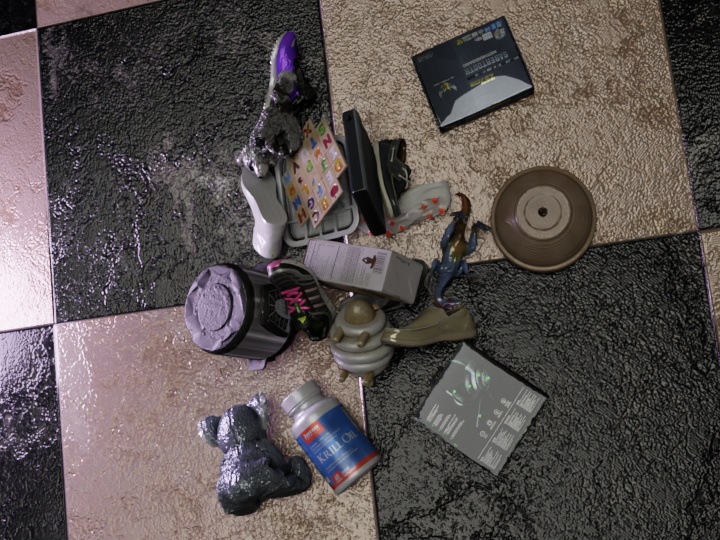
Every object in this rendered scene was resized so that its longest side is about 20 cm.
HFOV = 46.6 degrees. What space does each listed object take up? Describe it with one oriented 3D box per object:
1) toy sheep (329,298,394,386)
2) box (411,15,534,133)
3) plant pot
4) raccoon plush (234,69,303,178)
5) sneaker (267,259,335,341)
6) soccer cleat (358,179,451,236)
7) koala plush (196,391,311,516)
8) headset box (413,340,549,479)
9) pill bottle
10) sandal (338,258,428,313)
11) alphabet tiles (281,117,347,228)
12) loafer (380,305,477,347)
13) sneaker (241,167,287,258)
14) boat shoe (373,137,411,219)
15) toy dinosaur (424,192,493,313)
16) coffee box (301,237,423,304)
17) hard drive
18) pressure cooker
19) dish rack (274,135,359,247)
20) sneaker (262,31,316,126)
[{"bbox_3d":[0.003,0.140,1.574,0.137,0.138,0.202,6,124,13],"label":"toy sheep"},{"bbox_3d":[0.218,-0.380,1.629,0.198,0.051,0.159,-21,81,10],"label":"box"},{"bbox_3d":[0.337,-0.101,1.550,0.199,0.093,0.203,-2,83,14],"label":"plant pot"},{"bbox_3d":[-0.175,-0.282,1.663,0.096,0.134,0.202,28,69,-27],"label":"raccoon plush"},{"bbox_3d":[-0.107,0.060,1.534,0.073,0.200,0.088,-15,46,21],"label":"sneaker"},{"bbox_3d":[0.086,-0.121,1.630,0.198,0.078,0.070,-16,124,24],"label":"soccer cleat"},{"bbox_3d":[-0.216,0.344,1.598,0.176,0.184,0.201,-23,67,9],"label":"koala plush"},{"bbox_3d":[0.216,0.248,1.537,0.199,0.093,0.175,32,92,15],"label":"headset box"},{"bbox_3d":[-0.061,0.311,1.585,0.112,0.112,0.200,-42,77,5],"label":"pill bottle"},{"bbox_3d":[0.046,0.047,1.622,0.200,0.048,0.076,-33,77,8],"label":"sandal"},{"bbox_3d":[-0.092,-0.187,1.598,0.167,0.006,0.201,-49,49,32],"label":"alphabet tiles"},{"bbox_3d":[0.123,0.102,1.540,0.198,0.075,0.069,-5,86,-29],"label":"loafer"},{"bbox_3d":[-0.201,-0.114,1.684,0.073,0.116,0.201,-4,45,-19],"label":"sneaker"},{"bbox_3d":[0.065,-0.182,1.596,0.067,0.072,0.201,-8,47,6],"label":"boat shoe"},{"bbox_3d":[0.187,-0.017,1.597,0.104,0.200,0.183,21,124,1],"label":"toy dinosaur"},{"bbox_3d":[0.000,0.000,1.568,0.199,0.114,0.080,10,81,38],"label":"coffee box"},{"bbox_3d":[0.007,-0.183,1.572,0.033,0.140,0.201,-14,54,11],"label":"hard drive"},{"bbox_3d":[-0.213,0.081,1.605,0.176,0.199,0.179,-51,56,15],"label":"pressure cooker"},{"bbox_3d":[-0.082,-0.155,1.666,0.170,0.043,0.202,-12,81,24],"label":"dish rack"},{"bbox_3d":[-0.134,-0.381,1.704,0.099,0.070,0.202,10,93,11],"label":"sneaker"}]
